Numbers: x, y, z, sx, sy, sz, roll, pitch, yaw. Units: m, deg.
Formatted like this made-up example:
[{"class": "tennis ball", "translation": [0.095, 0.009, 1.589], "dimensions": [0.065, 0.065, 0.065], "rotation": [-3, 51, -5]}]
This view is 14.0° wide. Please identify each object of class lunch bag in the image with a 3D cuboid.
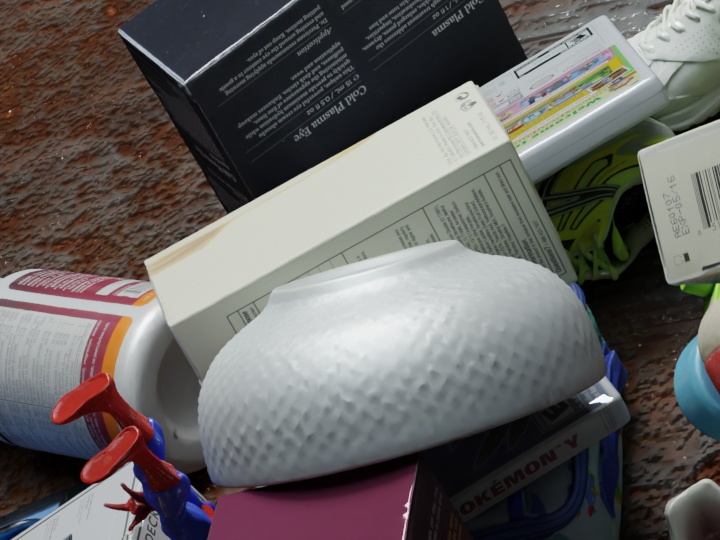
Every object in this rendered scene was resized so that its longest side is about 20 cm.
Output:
[{"class": "lunch bag", "translation": [0.061, 0.097, 1.559], "dimensions": [0.160, 0.083, 0.201], "rotation": [-14, 39, 18]}]

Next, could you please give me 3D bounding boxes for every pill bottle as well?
[{"class": "pill bottle", "translation": [-0.169, 0.056, 1.748], "dimensions": [0.199, 0.110, 0.110], "rotation": [6, 49, 41]}]

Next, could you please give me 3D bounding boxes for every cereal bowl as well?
[{"class": "cereal bowl", "translation": [0.014, 0.037, 1.405], "dimensions": [0.199, 0.084, 0.200], "rotation": [-15, 3, 1]}]

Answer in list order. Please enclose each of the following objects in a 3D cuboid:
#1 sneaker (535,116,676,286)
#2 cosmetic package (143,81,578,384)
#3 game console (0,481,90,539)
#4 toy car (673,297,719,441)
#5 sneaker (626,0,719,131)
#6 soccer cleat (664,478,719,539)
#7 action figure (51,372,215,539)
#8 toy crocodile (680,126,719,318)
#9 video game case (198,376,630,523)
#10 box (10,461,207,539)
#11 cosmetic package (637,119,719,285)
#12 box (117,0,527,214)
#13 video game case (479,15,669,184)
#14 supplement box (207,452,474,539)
[{"class": "sneaker", "translation": [0.107, -0.018, 1.669], "dimensions": [0.200, 0.076, 0.076], "rotation": [-38, 35, -8]}, {"class": "cosmetic package", "translation": [0.000, 0.000, 1.522], "dimensions": [0.199, 0.105, 0.071], "rotation": [-27, 34, 0]}, {"class": "game console", "translation": [-0.238, 0.166, 1.648], "dimensions": [0.199, 0.119, 0.171], "rotation": [-23, 31, 10]}, {"class": "toy car", "translation": [0.269, 0.082, 1.396], "dimensions": [0.176, 0.184, 0.201], "rotation": [-14, 74, -19]}, {"class": "sneaker", "translation": [0.209, -0.149, 1.731], "dimensions": [0.199, 0.100, 0.078], "rotation": [-17, 37, 19]}, {"class": "soccer cleat", "translation": [0.199, 0.170, 1.360], "dimensions": [0.070, 0.087, 0.200], "rotation": [-35, 35, -6]}, {"class": "action figure", "translation": [-0.083, 0.123, 1.405], "dimensions": [0.052, 0.200, 0.065], "rotation": [-41, 48, 1]}, {"class": "toy crocodile", "translation": [0.210, -0.017, 1.608], "dimensions": [0.067, 0.062, 0.201], "rotation": [11, 47, -4]}, {"class": "video game case", "translation": [0.023, 0.066, 1.532], "dimensions": [0.182, 0.023, 0.200], "rotation": [-31, 37, -2]}, {"class": "box", "translation": [-0.166, 0.190, 1.498], "dimensions": [0.200, 0.060, 0.117], "rotation": [-35, 26, 24]}, {"class": "cosmetic package", "translation": [0.242, -0.040, 1.482], "dimensions": [0.103, 0.073, 0.200], "rotation": [-20, -11, 38]}, {"class": "box", "translation": [-0.013, -0.121, 1.789], "dimensions": [0.200, 0.182, 0.104], "rotation": [-37, 35, -10]}, {"class": "video game case", "translation": [0.071, -0.070, 1.655], "dimensions": [0.199, 0.022, 0.182], "rotation": [-31, 15, 4]}, {"class": "supplement box", "translation": [0.016, 0.189, 1.370], "dimensions": [0.110, 0.200, 0.086], "rotation": [-13, 39, 23]}]
